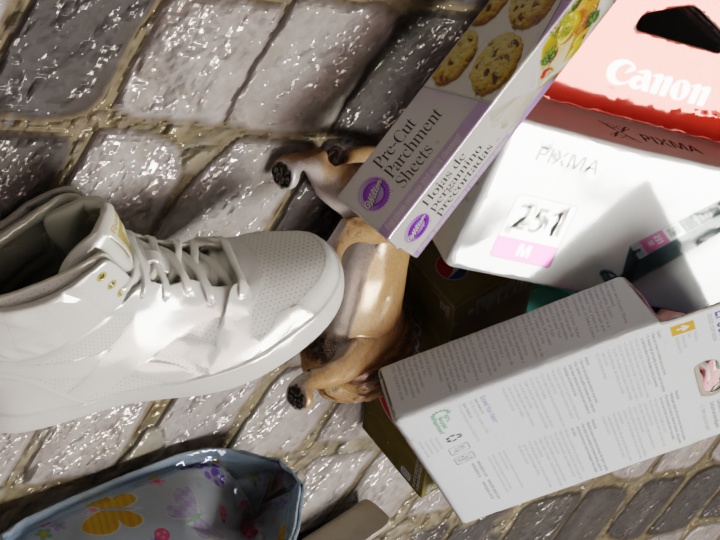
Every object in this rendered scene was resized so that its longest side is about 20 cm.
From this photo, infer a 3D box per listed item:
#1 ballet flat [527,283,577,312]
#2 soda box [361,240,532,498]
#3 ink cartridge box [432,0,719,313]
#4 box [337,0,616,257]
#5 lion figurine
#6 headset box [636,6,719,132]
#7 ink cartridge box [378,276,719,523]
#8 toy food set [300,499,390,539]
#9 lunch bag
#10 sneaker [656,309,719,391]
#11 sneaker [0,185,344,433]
[{"bbox_3d":[0.140,0.027,1.401,0.075,0.068,0.200,-55,163,-23],"label":"ballet flat"},{"bbox_3d":[0.051,0.047,1.296,0.064,0.068,0.201,-27,149,-25],"label":"soda box"},{"bbox_3d":[0.156,-0.068,1.158,0.199,0.044,0.174,11,118,-28],"label":"ink cartridge box"},{"bbox_3d":[0.069,-0.099,1.071,0.200,0.041,0.039,-51,152,4],"label":"box"},{"bbox_3d":[0.000,0.000,1.167,0.122,0.072,0.201,-24,143,-44],"label":"lion figurine"},{"bbox_3d":[0.175,-0.082,1.267,0.149,0.075,0.200,-52,151,17],"label":"headset box"},{"bbox_3d":[0.126,0.071,1.235,0.199,0.043,0.197,-21,153,4],"label":"ink cartridge box"},{"bbox_3d":[-0.037,0.251,1.474,0.143,0.060,0.200,-32,151,-19],"label":"toy food set"},{"bbox_3d":[-0.121,0.205,1.239,0.200,0.127,0.170,-22,149,-45],"label":"lunch bag"},{"bbox_3d":[0.233,0.046,1.500,0.105,0.075,0.200,-47,169,6],"label":"sneaker"},{"bbox_3d":[-0.098,0.006,1.021,0.199,0.074,0.116,-19,146,-15],"label":"sneaker"}]
